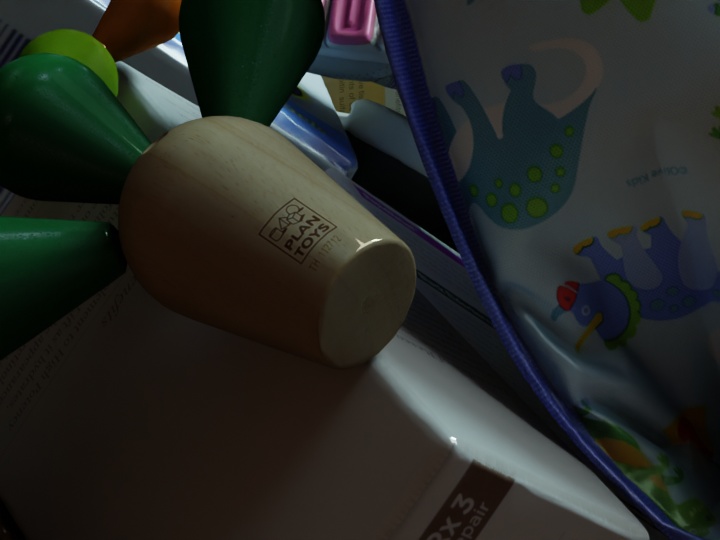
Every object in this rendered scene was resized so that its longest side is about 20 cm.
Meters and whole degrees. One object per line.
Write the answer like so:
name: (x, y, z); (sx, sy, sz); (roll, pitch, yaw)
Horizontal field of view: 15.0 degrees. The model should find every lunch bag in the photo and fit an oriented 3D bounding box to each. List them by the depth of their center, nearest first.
lunch bag: (0.086, -0.026, 0.687); (0.170, 0.127, 0.200); (-14, 90, -75)

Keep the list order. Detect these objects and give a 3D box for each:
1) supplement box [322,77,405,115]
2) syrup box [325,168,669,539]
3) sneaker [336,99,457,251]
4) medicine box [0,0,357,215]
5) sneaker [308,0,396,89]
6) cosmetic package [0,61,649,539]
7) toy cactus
supplement box: (-0.014, -0.108, 1.072); (0.200, 0.126, 0.074); (-7, 24, -15)
syrup box: (0.027, 0.068, 0.708); (0.081, 0.079, 0.200); (33, 15, -39)
sneaker: (0.000, 0.000, 0.899); (0.071, 0.099, 0.200); (25, -5, -18)
medicine box: (-0.109, -0.064, 0.873); (0.182, 0.103, 0.200); (34, 10, -14)
sneaker: (0.050, -0.070, 0.834); (0.200, 0.081, 0.088); (11, -30, 15)
cosmetic package: (-0.027, 0.040, 0.662); (0.074, 0.102, 0.200); (27, 14, -39)
toy cactus: (-0.055, -0.034, 0.617); (0.165, 0.200, 0.102); (29, -36, 36)
